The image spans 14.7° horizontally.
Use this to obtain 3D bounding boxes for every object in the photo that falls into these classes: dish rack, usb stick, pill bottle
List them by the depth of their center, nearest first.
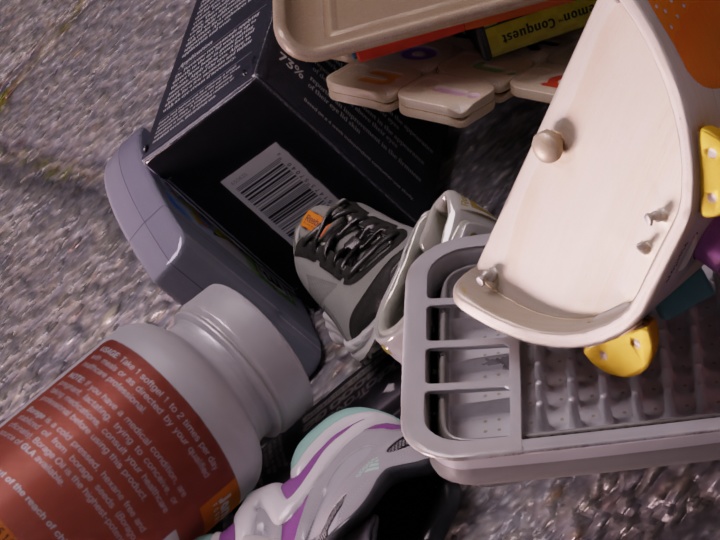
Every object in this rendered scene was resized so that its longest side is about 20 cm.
[{"bbox_3d":[0.120,0.039,1.289,0.199,0.044,0.172,-7,34,7],"label":"dish rack"},{"bbox_3d":[-0.124,0.100,1.438,0.200,0.112,0.112,-40,22,-19],"label":"pill bottle"},{"bbox_3d":[0.010,0.071,1.507,0.200,0.033,0.056,-39,29,14],"label":"usb stick"}]

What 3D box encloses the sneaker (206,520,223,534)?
[{"bbox_3d":[-0.115,0.163,1.535,0.108,0.067,0.202,127,154,-60],"label":"sneaker"}]

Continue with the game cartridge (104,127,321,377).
[{"bbox_3d":[-0.094,-0.015,1.678,0.041,0.133,0.200,-49,25,10],"label":"game cartridge"}]

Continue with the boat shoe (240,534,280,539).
[{"bbox_3d":[-0.069,0.209,1.305,0.071,0.069,0.201,-77,11,-72],"label":"boat shoe"}]

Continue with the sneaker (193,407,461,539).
[{"bbox_3d":[-0.025,0.156,1.377,0.200,0.078,0.140,-51,25,-11],"label":"sneaker"}]

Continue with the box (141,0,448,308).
[{"bbox_3d":[-0.030,-0.106,1.694,0.104,0.148,0.201,-34,26,33],"label":"box"}]

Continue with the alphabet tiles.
[{"bbox_3d":[0.073,-0.129,1.596,0.195,0.015,0.200,13,30,33],"label":"alphabet tiles"}]

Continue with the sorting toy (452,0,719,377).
[{"bbox_3d":[0.160,-0.056,1.246,0.180,0.107,0.201,-25,-31,-41],"label":"sorting toy"}]

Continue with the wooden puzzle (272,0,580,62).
[{"bbox_3d":[0.050,-0.171,1.582,0.199,0.037,0.185,-10,28,3],"label":"wooden puzzle"}]

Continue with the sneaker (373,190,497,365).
[{"bbox_3d":[0.094,-0.013,1.404,0.200,0.116,0.074,-49,23,-11],"label":"sneaker"}]

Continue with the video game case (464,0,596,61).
[{"bbox_3d":[0.132,-0.194,1.638,0.180,0.026,0.200,-19,26,-3],"label":"video game case"}]

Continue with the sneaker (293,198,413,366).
[{"bbox_3d":[0.000,0.000,1.514,0.074,0.079,0.200,-41,7,-9],"label":"sneaker"}]
